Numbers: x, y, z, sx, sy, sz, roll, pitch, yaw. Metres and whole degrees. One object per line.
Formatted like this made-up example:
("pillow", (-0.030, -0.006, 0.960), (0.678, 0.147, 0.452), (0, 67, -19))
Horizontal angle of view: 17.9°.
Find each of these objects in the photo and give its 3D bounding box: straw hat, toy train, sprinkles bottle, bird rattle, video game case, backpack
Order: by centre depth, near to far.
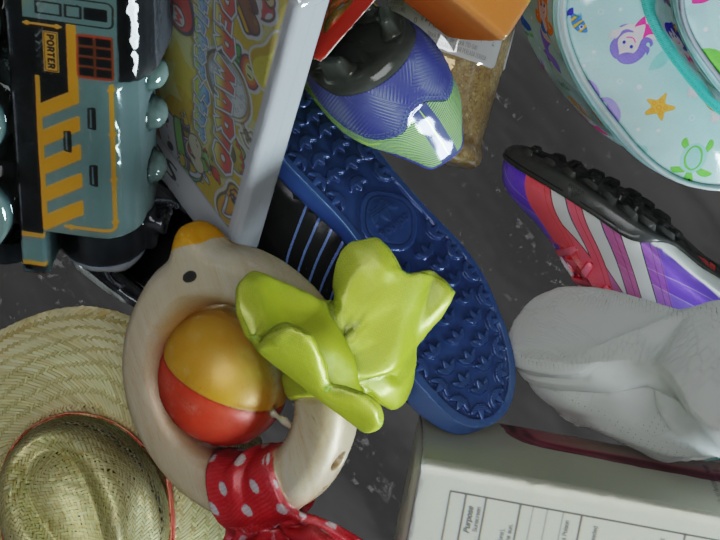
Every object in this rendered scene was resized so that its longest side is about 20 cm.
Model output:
("toy train", (-0.142, -0.081, 1.031), (0.113, 0.085, 0.201), (8, 129, 6))
("video game case", (-0.090, -0.126, 1.052), (0.023, 0.200, 0.182), (-27, 67, -28))
("bird rattle", (-0.043, 0.066, 1.070), (0.163, 0.112, 0.201), (37, 129, 26))
("backpack", (0.182, -0.140, 1.092), (0.200, 0.151, 0.178), (-39, 113, 5))
("straw hat", (-0.138, 0.119, 1.124), (0.199, 0.085, 0.203), (0, 90, -1))
("sprinkles bottle", (0.052, -0.155, 1.133), (0.068, 0.068, 0.201), (15, 90, 0))

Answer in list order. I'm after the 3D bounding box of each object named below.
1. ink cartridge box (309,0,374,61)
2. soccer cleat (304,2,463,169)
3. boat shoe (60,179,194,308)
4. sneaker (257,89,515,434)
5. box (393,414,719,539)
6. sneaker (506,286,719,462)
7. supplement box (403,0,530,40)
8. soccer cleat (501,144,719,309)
("ink cartridge box", (-0.019, -0.188, 1.067), (0.057, 0.200, 0.163), (42, 85, -24))
("soccer cleat", (-0.007, -0.100, 1.083), (0.065, 0.200, 0.084), (-38, 118, -1))
("boat shoe", (-0.115, -0.020, 1.133), (0.200, 0.068, 0.072), (42, 90, 0))
("sneaker", (0.000, 0.000, 1.122), (0.070, 0.078, 0.201), (-27, 80, -32))
("box", (0.113, 0.155, 1.105), (0.198, 0.109, 0.129), (11, 101, 0))
("sneaker", (0.166, 0.063, 1.080), (0.075, 0.199, 0.089), (-50, 131, -24))
("supplement box", (0.084, -0.207, 1.068), (0.066, 0.069, 0.201), (35, 81, -22))
("soccer cleat", (0.143, 0.012, 1.138), (0.199, 0.068, 0.073), (35, 104, 1))
